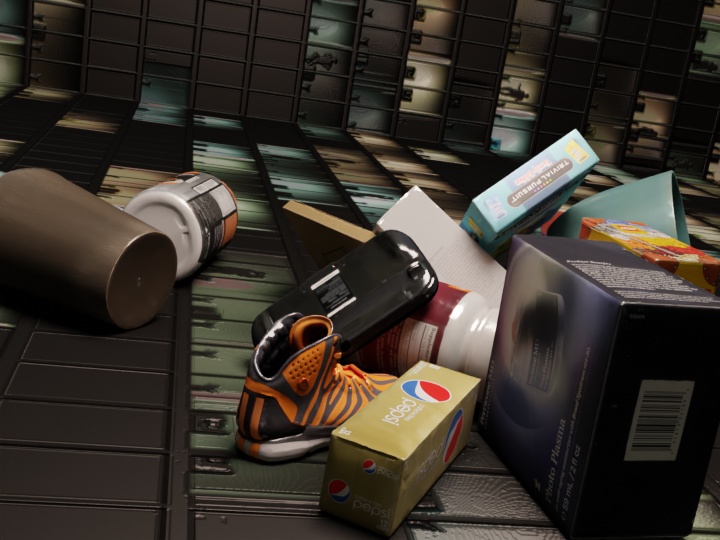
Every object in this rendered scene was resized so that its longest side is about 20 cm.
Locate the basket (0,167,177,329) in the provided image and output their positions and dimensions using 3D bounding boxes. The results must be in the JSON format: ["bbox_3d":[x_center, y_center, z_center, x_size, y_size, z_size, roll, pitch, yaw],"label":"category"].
[{"bbox_3d":[-0.317,-0.021,1.029,0.198,0.138,0.180,21,20,26],"label":"basket"}]

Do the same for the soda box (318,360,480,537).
[{"bbox_3d":[0.039,0.141,0.769,0.063,0.069,0.200,16,17,20],"label":"soda box"}]

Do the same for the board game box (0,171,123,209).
[{"bbox_3d":[-0.436,-0.093,1.298,0.198,0.048,0.150,19,4,30],"label":"board game box"}]

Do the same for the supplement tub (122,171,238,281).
[{"bbox_3d":[-0.238,-0.065,1.238,0.121,0.124,0.200,11,15,6],"label":"supplement tub"}]

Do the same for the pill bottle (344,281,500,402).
[{"bbox_3d":[0.069,0.067,0.966,0.198,0.116,0.114,17,17,26],"label":"pill bottle"}]

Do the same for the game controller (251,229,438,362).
[{"bbox_3d":[-0.019,0.037,0.930,0.199,0.042,0.105,-33,42,-1],"label":"game controller"}]

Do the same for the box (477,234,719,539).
[{"bbox_3d":[0.203,0.093,0.796,0.121,0.203,0.198,4,15,-16],"label":"box"}]

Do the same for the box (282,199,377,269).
[{"bbox_3d":[0.000,0.000,1.125,0.021,0.164,0.199,-44,39,-19],"label":"box"}]

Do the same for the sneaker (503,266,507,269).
[{"bbox_3d":[0.199,0.042,1.214,0.071,0.084,0.200,-21,-7,-10],"label":"sneaker"}]

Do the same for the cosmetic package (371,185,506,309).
[{"bbox_3d":[0.104,0.004,1.061,0.200,0.074,0.102,45,-16,3],"label":"cosmetic package"}]

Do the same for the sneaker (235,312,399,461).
[{"bbox_3d":[-0.021,0.094,0.817,0.077,0.114,0.199,22,20,38],"label":"sneaker"}]

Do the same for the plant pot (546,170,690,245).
[{"bbox_3d":[0.320,-0.009,1.127,0.159,0.203,0.200,-9,8,23],"label":"plant pot"}]

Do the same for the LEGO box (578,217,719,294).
[{"bbox_3d":[0.272,0.064,0.936,0.076,0.203,0.149,4,17,-16],"label":"LEGO box"}]

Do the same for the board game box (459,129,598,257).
[{"bbox_3d":[0.187,-0.072,1.101,0.150,0.047,0.200,-35,-10,-12],"label":"board game box"}]

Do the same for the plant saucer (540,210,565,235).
[{"bbox_3d":[0.354,-0.001,1.329,0.200,0.037,0.199,46,-4,-19],"label":"plant saucer"}]
